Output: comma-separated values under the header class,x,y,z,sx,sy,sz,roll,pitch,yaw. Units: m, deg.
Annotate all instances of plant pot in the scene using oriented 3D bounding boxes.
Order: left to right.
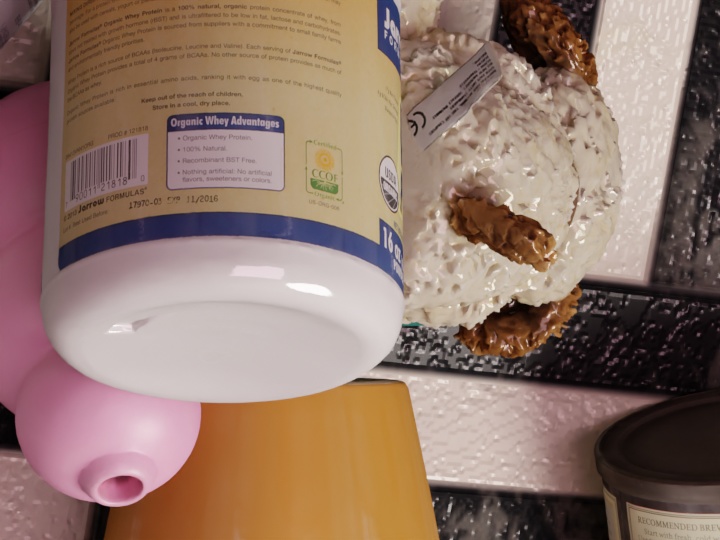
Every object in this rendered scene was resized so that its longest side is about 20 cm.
class,x,y,z,sx,sy,sz,roll,pitch,yaw
plant pot,-0.041,0.141,1.312,0.199,0.200,0.185,0,89,-23

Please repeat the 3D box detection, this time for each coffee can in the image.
class,x,y,z,sx,sy,sz,roll,pitch,yaw
coffee can,0.200,0.174,1.439,0.146,0.146,0.201,-14,106,-20

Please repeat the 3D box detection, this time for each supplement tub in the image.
class,x,y,z,sx,sy,sz,roll,pitch,yaw
supplement tub,-0.054,-0.061,1.147,0.144,0.144,0.201,10,67,-24

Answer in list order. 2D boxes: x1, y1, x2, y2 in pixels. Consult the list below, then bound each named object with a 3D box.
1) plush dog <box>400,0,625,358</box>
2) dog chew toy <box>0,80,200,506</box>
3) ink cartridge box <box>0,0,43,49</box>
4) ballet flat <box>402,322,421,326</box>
class,x,y,z,sx,sy,sz,roll,pitch,yaw
plush dog,0.058,-0.041,1.285,0.171,0.160,0.201,-8,111,-54
dog chew toy,-0.117,0.014,1.243,0.124,0.201,0.125,-8,142,-7
ink cartridge box,-0.212,-0.095,1.197,0.084,0.144,0.200,40,85,0
ballet flat,0.000,0.000,1.368,0.199,0.068,0.073,-8,87,-20
